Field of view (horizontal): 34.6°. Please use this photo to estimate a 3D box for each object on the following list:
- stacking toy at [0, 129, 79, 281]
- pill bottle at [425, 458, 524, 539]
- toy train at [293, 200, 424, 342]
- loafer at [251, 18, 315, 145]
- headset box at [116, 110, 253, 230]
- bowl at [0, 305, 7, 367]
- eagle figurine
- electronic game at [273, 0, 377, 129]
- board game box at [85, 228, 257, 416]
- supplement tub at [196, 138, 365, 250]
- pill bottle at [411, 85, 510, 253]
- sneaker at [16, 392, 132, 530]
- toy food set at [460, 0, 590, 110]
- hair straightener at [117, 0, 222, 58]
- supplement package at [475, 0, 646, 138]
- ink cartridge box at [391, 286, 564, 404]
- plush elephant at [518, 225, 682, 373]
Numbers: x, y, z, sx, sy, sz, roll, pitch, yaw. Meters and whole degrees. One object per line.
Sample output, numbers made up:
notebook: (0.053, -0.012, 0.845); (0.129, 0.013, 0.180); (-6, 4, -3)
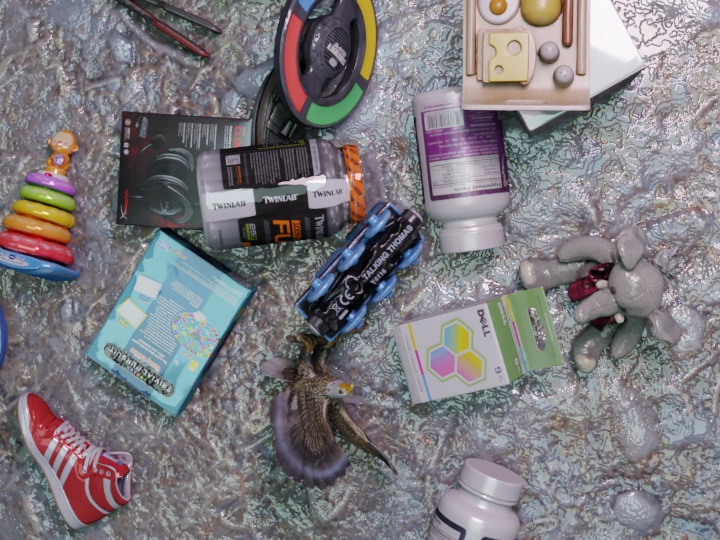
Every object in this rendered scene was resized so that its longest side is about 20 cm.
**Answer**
stacking toy: (-0.419, -0.092, 1.549); (0.115, 0.110, 0.202); (14, 85, 10)
pill bottle: (0.140, 0.350, 1.481); (0.110, 0.111, 0.202); (20, 97, 6)
toy train: (0.000, 0.000, 1.458); (0.087, 0.114, 0.200); (43, 84, -12)
loafer: (-0.084, -0.231, 1.471); (0.062, 0.072, 0.202); (9, 79, 40)
headset box: (-0.212, -0.127, 1.518); (0.197, 0.077, 0.151); (5, 94, 9)
bowl: (-0.584, 0.091, 1.607); (0.198, 0.039, 0.203); (1, 94, 8)
eagle figurine: (-0.043, 0.176, 1.476); (0.150, 0.151, 0.203); (-10, 85, -2)
electronic game: (-0.040, -0.275, 1.428); (0.041, 0.199, 0.203); (16, 97, 32)
board game box: (-0.254, 0.068, 1.552); (0.150, 0.047, 0.201); (33, 98, 5)
supplement tub: (-0.097, -0.096, 1.416); (0.197, 0.123, 0.124); (-7, 93, -4)
pill bottle: (0.129, -0.126, 1.450); (0.111, 0.112, 0.203); (-6, 93, 9)
sneaker: (-0.382, 0.244, 1.571); (0.111, 0.071, 0.202); (-23, 98, 13)
toy food set: (0.180, -0.275, 1.255); (0.142, 0.060, 0.203); (1, 93, 9)
hair straightener: (-0.266, -0.364, 1.534); (0.199, 0.041, 0.077); (33, 98, 9)
supplement package: (0.232, -0.262, 1.380); (0.150, 0.200, 0.153); (-29, 89, 10)
ink cartridge box: (0.145, 0.095, 1.452); (0.198, 0.059, 0.105); (-16, 91, 33)
plush elephant: (0.311, 0.029, 1.410); (0.198, 0.155, 0.166); (-27, 90, 10)
